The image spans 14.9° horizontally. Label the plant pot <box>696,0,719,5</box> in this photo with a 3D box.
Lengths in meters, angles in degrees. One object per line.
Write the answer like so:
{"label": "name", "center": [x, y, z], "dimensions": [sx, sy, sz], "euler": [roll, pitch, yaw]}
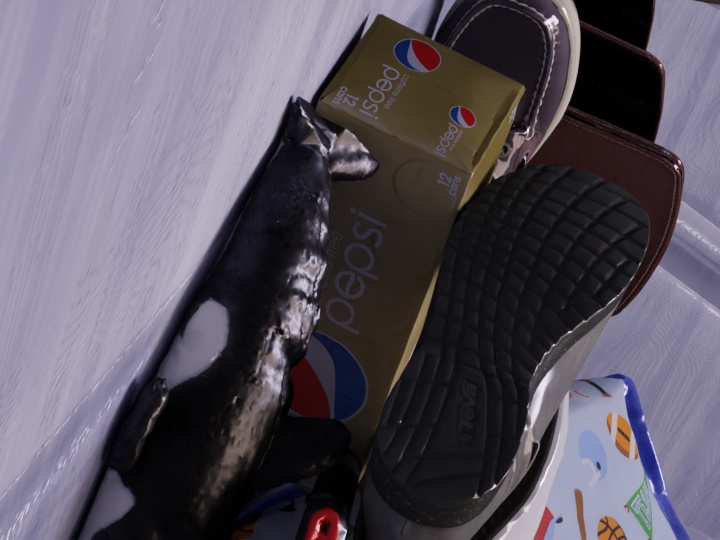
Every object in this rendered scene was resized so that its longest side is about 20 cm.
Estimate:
{"label": "plant pot", "center": [0.124, -0.160, 0.883], "dimensions": [0.188, 0.199, 0.187], "euler": [-63, 175, -10]}

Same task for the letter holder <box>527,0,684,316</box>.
{"label": "letter holder", "center": [0.111, -0.075, 1.427], "dimensions": [0.101, 0.142, 0.200], "euler": [-62, 174, -23]}

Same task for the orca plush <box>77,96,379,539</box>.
{"label": "orca plush", "center": [-0.033, 0.045, 0.976], "dimensions": [0.201, 0.071, 0.105], "euler": [-62, 174, -22]}

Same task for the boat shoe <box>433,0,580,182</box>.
{"label": "boat shoe", "center": [0.048, -0.056, 1.304], "dimensions": [0.200, 0.072, 0.065], "euler": [-62, -177, 44]}

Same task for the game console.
{"label": "game console", "center": [-0.035, 0.160, 1.031], "dimensions": [0.200, 0.031, 0.178], "euler": [-65, 169, -88]}

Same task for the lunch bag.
{"label": "lunch bag", "center": [0.023, 0.127, 1.270], "dimensions": [0.199, 0.125, 0.170], "euler": [-22, 173, 33]}

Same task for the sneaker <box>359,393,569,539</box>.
{"label": "sneaker", "center": [0.031, 0.121, 1.128], "dimensions": [0.085, 0.072, 0.201], "euler": [68, 44, -65]}

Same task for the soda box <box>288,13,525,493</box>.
{"label": "soda box", "center": [0.000, 0.000, 1.104], "dimensions": [0.064, 0.067, 0.201], "euler": [-58, 171, -46]}

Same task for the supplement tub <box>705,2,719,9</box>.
{"label": "supplement tub", "center": [0.189, -0.199, 1.010], "dimensions": [0.145, 0.144, 0.201], "euler": [-53, 148, -64]}

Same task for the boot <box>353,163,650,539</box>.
{"label": "boot", "center": [0.039, 0.057, 1.041], "dimensions": [0.200, 0.067, 0.131], "euler": [-56, 169, -43]}
